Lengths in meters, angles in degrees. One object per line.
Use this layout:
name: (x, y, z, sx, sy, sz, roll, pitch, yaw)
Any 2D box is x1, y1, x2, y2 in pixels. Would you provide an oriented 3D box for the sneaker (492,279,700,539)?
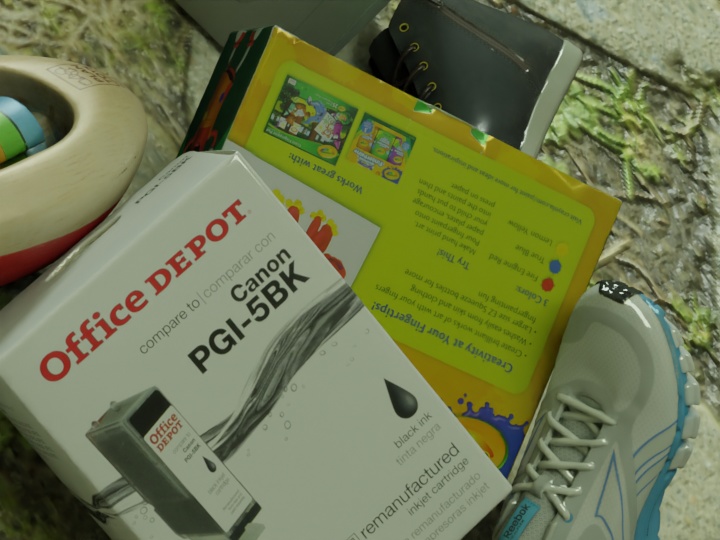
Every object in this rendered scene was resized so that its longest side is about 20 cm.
sneaker: (0.104, 0.102, 1.193, 0.087, 0.200, 0.075, -18, 33, -41)

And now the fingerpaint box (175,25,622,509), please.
fingerpaint box: (0.000, 0.000, 1.205, 0.200, 0.073, 0.167, 24, 84, -21)

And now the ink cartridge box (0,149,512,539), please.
ink cartridge box: (-0.055, 0.066, 1.102, 0.147, 0.083, 0.200, -42, 103, -12)

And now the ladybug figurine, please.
ladybug figurine: (-0.180, -0.039, 1.134, 0.136, 0.072, 0.200, 31, 39, 32)

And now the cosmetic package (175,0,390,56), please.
cosmetic package: (-0.035, -0.230, 1.290, 0.200, 0.199, 0.123, 43, 46, -4)

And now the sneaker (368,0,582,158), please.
sneaker: (0.038, -0.071, 1.340, 0.106, 0.075, 0.200, 29, 47, -2)
